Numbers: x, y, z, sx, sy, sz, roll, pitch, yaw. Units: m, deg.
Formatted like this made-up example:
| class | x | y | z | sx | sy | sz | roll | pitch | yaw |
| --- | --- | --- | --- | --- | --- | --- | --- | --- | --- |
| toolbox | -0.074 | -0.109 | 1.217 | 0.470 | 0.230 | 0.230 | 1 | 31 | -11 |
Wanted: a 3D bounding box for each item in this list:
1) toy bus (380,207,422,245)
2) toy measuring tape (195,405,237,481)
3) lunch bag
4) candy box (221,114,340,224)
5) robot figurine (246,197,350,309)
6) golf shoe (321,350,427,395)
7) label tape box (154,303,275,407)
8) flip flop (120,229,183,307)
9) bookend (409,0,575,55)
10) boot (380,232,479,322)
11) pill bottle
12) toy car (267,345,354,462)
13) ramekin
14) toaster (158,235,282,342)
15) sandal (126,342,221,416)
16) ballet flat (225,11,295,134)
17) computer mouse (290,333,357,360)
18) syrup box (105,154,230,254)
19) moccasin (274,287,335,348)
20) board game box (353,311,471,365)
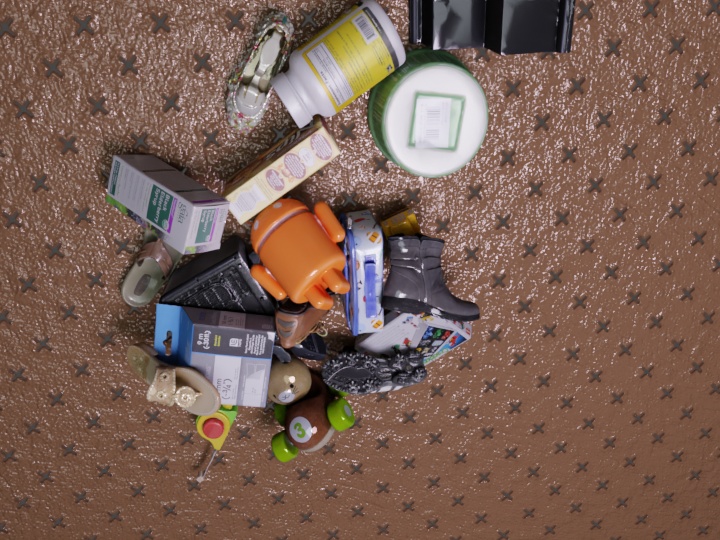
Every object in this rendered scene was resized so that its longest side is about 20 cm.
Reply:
| class | x | y | z | sx | sy | sz | roll | pitch | yaw |
| --- | --- | --- | --- | --- | --- | --- | --- | --- | --- |
| toy bus | 0.098 | -0.011 | 1.154 | 0.064 | 0.079 | 0.202 | -22 | 129 | 2 |
| toy measuring tape | -0.302 | 0.324 | 1.262 | 0.072 | 0.074 | 0.203 | 23 | 108 | -16 |
| lunch bag | 0.000 | 0.000 | 1.111 | 0.073 | 0.161 | 0.205 | -6 | 115 | -6 |
| candy box | -0.129 | -0.168 | 1.045 | 0.198 | 0.116 | 0.056 | -33 | 115 | 8 |
| robot figurine | -0.102 | -0.030 | 1.036 | 0.201 | 0.116 | 0.144 | 51 | 136 | 14 |
| golf shoe | 0.023 | 0.196 | 1.187 | 0.194 | 0.080 | 0.095 | 1 | 159 | -9 |
| label tape box | -0.245 | 0.143 | 1.063 | 0.195 | 0.064 | 0.148 | 7 | 112 | -11 |
| flip flop | -0.358 | -0.016 | 1.112 | 0.080 | 0.058 | 0.202 | 29 | 107 | -18 |
| bookend | 0.184 | -0.378 | 0.951 | 0.194 | 0.200 | 0.094 | -5 | 117 | -4 |
| boot | 0.128 | 0.011 | 1.073 | 0.196 | 0.069 | 0.135 | 10 | 88 | -30 |
| pill bottle | -0.037 | -0.313 | 0.989 | 0.198 | 0.113 | 0.113 | -35 | 114 | 3 |
| toy car | -0.131 | 0.221 | 1.182 | 0.162 | 0.159 | 0.201 | -31 | 120 | 17 |
| ramekin | 0.113 | -0.251 | 1.051 | 0.194 | 0.098 | 0.205 | -3 | 114 | -7 |
| toaster | -0.240 | 0.067 | 1.130 | 0.197 | 0.119 | 0.183 | -29 | 113 | 6 |
| sandal | -0.321 | 0.185 | 1.029 | 0.209 | 0.069 | 0.079 | 24 | 116 | 28 |
| ballet flat | -0.163 | -0.307 | 1.010 | 0.074 | 0.064 | 0.203 | 19 | 110 | -16 |
| computer mouse | -0.066 | 0.148 | 1.192 | 0.034 | 0.060 | 0.198 | -36 | 143 | 25 |
| syrup box | -0.304 | -0.108 | 1.009 | 0.198 | 0.081 | 0.080 | 31 | 114 | 27 |
| moccasin | -0.091 | 0.078 | 1.114 | 0.072 | 0.202 | 0.080 | 9 | 108 | 8 |
| board game box | 0.094 | 0.125 | 1.201 | 0.125 | 0.035 | 0.199 | 35 | 132 | -20 |
